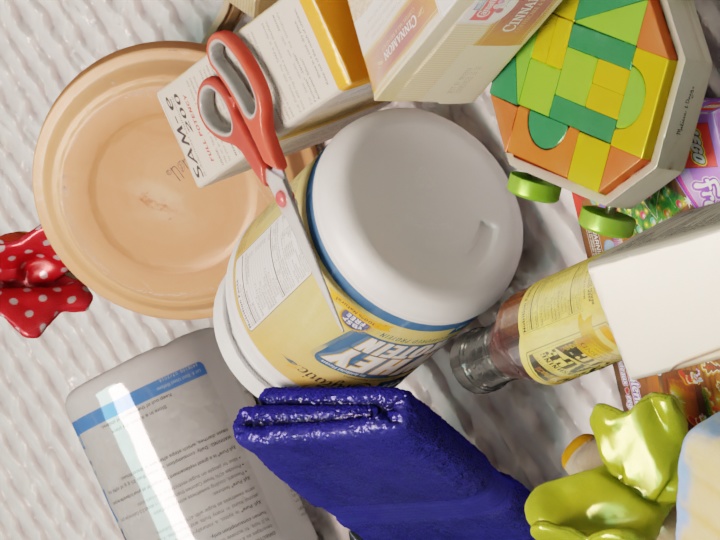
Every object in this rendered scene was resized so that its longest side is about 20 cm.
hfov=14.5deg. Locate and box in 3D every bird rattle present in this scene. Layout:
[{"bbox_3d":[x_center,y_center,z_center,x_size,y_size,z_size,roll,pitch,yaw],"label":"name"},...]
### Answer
[{"bbox_3d":[-0.234,0.007,2.073,0.163,0.200,0.113,-11,103,36],"label":"bird rattle"},{"bbox_3d":[0.194,0.156,1.688,0.200,0.113,0.163,38,179,-18],"label":"bird rattle"}]

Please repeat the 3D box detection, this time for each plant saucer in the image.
[{"bbox_3d":[-0.127,-0.058,1.935,0.032,0.199,0.201,-82,-8,-67],"label":"plant saucer"}]

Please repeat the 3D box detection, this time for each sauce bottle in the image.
[{"bbox_3d":[0.123,0.033,1.684,0.200,0.066,0.066,-28,86,58],"label":"sauce bottle"}]

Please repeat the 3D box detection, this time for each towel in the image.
[{"bbox_3d":[0.028,0.129,1.833,0.147,0.050,0.200,-8,147,35],"label":"towel"}]

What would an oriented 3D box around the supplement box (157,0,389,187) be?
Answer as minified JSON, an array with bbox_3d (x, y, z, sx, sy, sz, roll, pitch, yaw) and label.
[{"bbox_3d":[-0.025,-0.132,1.793,0.200,0.126,0.074,-30,84,54],"label":"supplement box"}]

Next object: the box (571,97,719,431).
[{"bbox_3d":[0.193,-0.002,1.660,0.137,0.039,0.201,0,109,52],"label":"box"}]

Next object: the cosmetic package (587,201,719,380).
[{"bbox_3d":[0.235,-0.008,1.512,0.200,0.103,0.073,-18,96,41],"label":"cosmetic package"}]

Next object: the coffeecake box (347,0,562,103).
[{"bbox_3d":[0.046,-0.222,1.647,0.154,0.073,0.201,-47,51,51],"label":"coffeecake box"}]

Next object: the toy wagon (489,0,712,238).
[{"bbox_3d":[0.123,-0.113,1.639,0.200,0.039,0.156,28,107,50],"label":"toy wagon"}]

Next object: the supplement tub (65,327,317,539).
[{"bbox_3d":[-0.121,0.155,2.070,0.132,0.132,0.201,-29,85,54],"label":"supplement tub"}]

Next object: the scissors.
[{"bbox_3d":[-0.050,-0.058,1.728,0.200,0.014,0.073,59,142,26],"label":"scissors"}]

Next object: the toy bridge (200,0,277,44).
[{"bbox_3d":[-0.089,-0.117,1.968,0.067,0.027,0.201,36,135,37],"label":"toy bridge"}]

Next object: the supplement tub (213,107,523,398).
[{"bbox_3d":[0.000,0.000,1.818,0.145,0.144,0.200,60,144,10],"label":"supplement tub"}]

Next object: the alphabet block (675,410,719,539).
[{"bbox_3d":[0.299,0.169,1.490,0.200,0.195,0.197,28,131,42],"label":"alphabet block"}]

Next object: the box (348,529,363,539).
[{"bbox_3d":[0.053,0.279,1.932,0.200,0.046,0.160,-139,38,-63],"label":"box"}]
